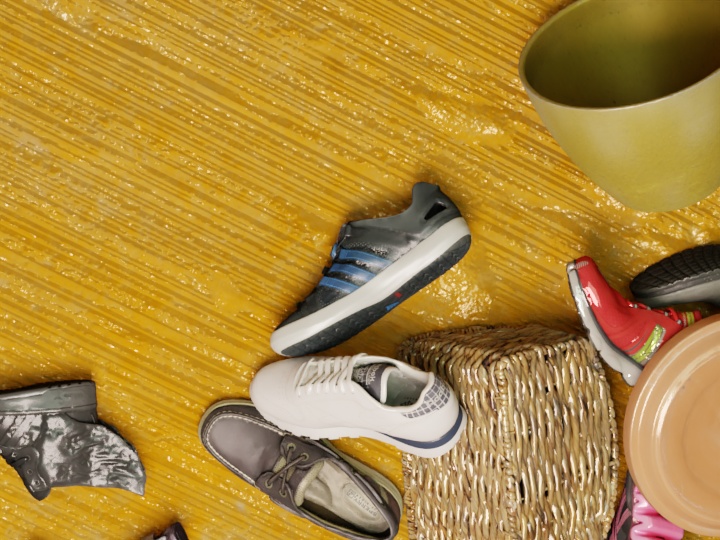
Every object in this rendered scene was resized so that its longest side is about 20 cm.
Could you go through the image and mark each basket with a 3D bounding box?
[{"bbox_3d":[0.131,0.149,1.717,0.142,0.149,0.201,-12,101,-37],"label":"basket"}]

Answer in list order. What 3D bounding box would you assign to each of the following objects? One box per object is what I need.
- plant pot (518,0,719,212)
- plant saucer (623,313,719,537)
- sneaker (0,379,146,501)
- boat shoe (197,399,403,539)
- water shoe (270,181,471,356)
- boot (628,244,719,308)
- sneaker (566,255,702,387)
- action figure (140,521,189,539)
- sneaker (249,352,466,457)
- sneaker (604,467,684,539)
[{"bbox_3d":[0.246,-0.135,1.640,0.199,0.200,0.143,-23,125,-2],"label":"plant pot"},{"bbox_3d":[0.322,0.134,1.664,0.199,0.032,0.202,-4,107,-13],"label":"plant saucer"},{"bbox_3d":[-0.287,0.152,1.676,0.198,0.060,0.105,-7,94,-8],"label":"sneaker"},{"bbox_3d":[-0.049,0.175,1.700,0.199,0.065,0.074,26,96,-8],"label":"boat shoe"},{"bbox_3d":[0.000,0.000,1.691,0.199,0.072,0.079,-32,72,1],"label":"water shoe"},{"bbox_3d":[0.345,0.040,1.724,0.199,0.068,0.131,-14,108,0],"label":"boot"},{"bbox_3d":[0.252,0.052,1.682,0.085,0.077,0.200,-36,111,18],"label":"sneaker"},{"bbox_3d":[-0.236,0.287,1.697,0.199,0.069,0.131,-26,105,1],"label":"action figure"},{"bbox_3d":[-0.009,0.099,1.650,0.199,0.081,0.077,5,60,25],"label":"sneaker"},{"bbox_3d":[0.248,0.220,1.732,0.079,0.095,0.201,21,71,-23],"label":"sneaker"}]
